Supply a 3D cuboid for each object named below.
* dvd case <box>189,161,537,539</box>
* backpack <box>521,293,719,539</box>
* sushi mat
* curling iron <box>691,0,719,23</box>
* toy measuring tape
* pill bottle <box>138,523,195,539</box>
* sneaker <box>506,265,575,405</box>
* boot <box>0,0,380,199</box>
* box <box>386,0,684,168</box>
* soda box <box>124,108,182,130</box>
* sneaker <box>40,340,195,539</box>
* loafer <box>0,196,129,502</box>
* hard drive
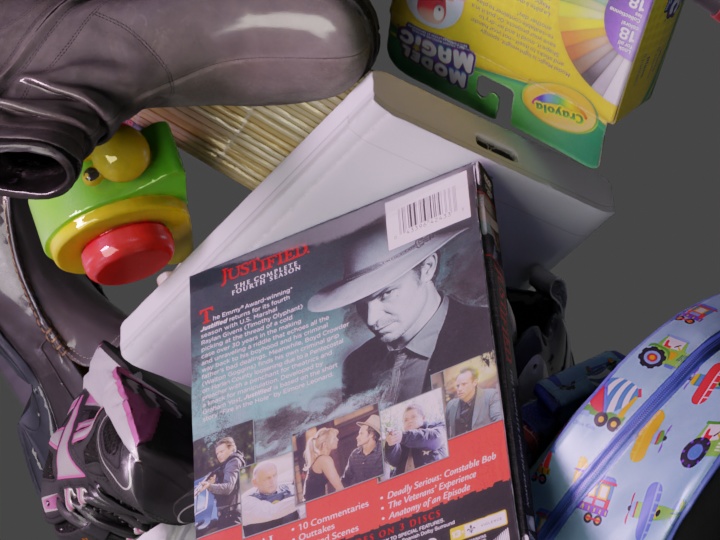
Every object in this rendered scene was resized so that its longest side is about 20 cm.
[{"bbox_3d":[-0.003,0.060,0.998,0.146,0.200,0.022,-22,140,20],"label":"dvd case"},{"bbox_3d":[0.125,0.094,1.010,0.134,0.182,0.200,40,131,28],"label":"backpack"},{"bbox_3d":[-0.080,-0.094,1.081,0.200,0.012,0.096,30,131,-4],"label":"sushi mat"},{"bbox_3d":[0.149,-0.115,0.967,0.200,0.026,0.050,31,148,-4],"label":"curling iron"},{"bbox_3d":[-0.114,-0.016,1.133,0.074,0.074,0.200,41,163,13],"label":"toy measuring tape"},{"bbox_3d":[-0.010,0.161,1.175,0.200,0.109,0.109,23,121,23],"label":"pill bottle"},{"bbox_3d":[0.020,0.056,1.052,0.079,0.199,0.130,38,133,44],"label":"sneaker"},{"bbox_3d":[-0.100,-0.069,1.011,0.199,0.131,0.068,3,127,18],"label":"boot"},{"bbox_3d":[0.086,-0.152,1.020,0.117,0.048,0.200,29,121,20],"label":"box"},{"bbox_3d":[-0.068,-0.121,1.118,0.200,0.071,0.063,-39,88,38],"label":"soda box"},{"bbox_3d":[-0.104,0.096,1.119,0.080,0.200,0.086,32,89,-9],"label":"sneaker"},{"bbox_3d":[-0.142,0.029,1.238,0.072,0.073,0.201,-5,116,26],"label":"loafer"},{"bbox_3d":[0.000,0.000,1.104,0.132,0.026,0.200,23,133,-28],"label":"hard drive"}]
